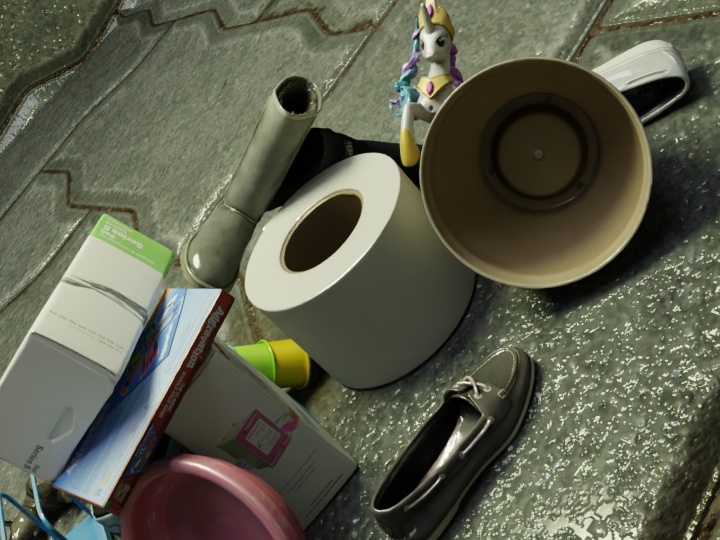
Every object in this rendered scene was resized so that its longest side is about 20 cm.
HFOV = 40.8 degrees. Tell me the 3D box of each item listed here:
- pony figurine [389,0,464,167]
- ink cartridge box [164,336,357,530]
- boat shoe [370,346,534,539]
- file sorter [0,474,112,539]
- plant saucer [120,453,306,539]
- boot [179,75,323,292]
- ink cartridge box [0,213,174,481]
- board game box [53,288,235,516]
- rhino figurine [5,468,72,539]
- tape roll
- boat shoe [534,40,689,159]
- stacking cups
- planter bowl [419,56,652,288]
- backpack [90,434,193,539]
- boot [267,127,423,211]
[{"bbox_3d":[0.104,-0.172,1.047,0.165,0.193,0.202,-5,75,29],"label":"pony figurine"},{"bbox_3d":[-0.118,0.135,0.918,0.085,0.200,0.144,-48,31,-5],"label":"ink cartridge box"},{"bbox_3d":[0.080,0.139,0.817,0.067,0.057,0.201,12,62,54],"label":"boat shoe"},{"bbox_3d":[-0.375,0.329,1.028,0.200,0.123,0.139,-41,30,-7],"label":"file sorter"},{"bbox_3d":[-0.116,0.243,0.827,0.200,0.202,0.051,-19,8,36],"label":"plant saucer"},{"bbox_3d":[-0.111,-0.090,1.025,0.200,0.072,0.183,-48,21,35],"label":"boot"},{"bbox_3d":[-0.256,0.065,0.878,0.146,0.084,0.200,-52,15,27],"label":"ink cartridge box"},{"bbox_3d":[-0.184,0.105,0.827,0.103,0.019,0.201,0,57,50],"label":"board game box"},{"bbox_3d":[-0.387,0.270,1.213,0.201,0.060,0.087,-60,20,-20],"label":"rhino figurine"},{"bbox_3d":[0.000,0.000,0.996,0.202,0.139,0.204,-31,33,23],"label":"tape roll"},{"bbox_3d":[0.236,-0.153,0.974,0.199,0.072,0.069,-24,36,16],"label":"boat shoe"},{"bbox_3d":[-0.150,0.108,1.003,0.060,0.199,0.061,14,107,57],"label":"stacking cups"},{"bbox_3d":[0.164,-0.099,0.895,0.199,0.201,0.135,-32,6,20],"label":"planter bowl"},{"bbox_3d":[-0.207,0.202,1.022,0.163,0.154,0.200,-32,12,12],"label":"backpack"},{"bbox_3d":[-0.028,-0.110,1.148,0.199,0.167,0.077,-18,71,51],"label":"boot"}]
